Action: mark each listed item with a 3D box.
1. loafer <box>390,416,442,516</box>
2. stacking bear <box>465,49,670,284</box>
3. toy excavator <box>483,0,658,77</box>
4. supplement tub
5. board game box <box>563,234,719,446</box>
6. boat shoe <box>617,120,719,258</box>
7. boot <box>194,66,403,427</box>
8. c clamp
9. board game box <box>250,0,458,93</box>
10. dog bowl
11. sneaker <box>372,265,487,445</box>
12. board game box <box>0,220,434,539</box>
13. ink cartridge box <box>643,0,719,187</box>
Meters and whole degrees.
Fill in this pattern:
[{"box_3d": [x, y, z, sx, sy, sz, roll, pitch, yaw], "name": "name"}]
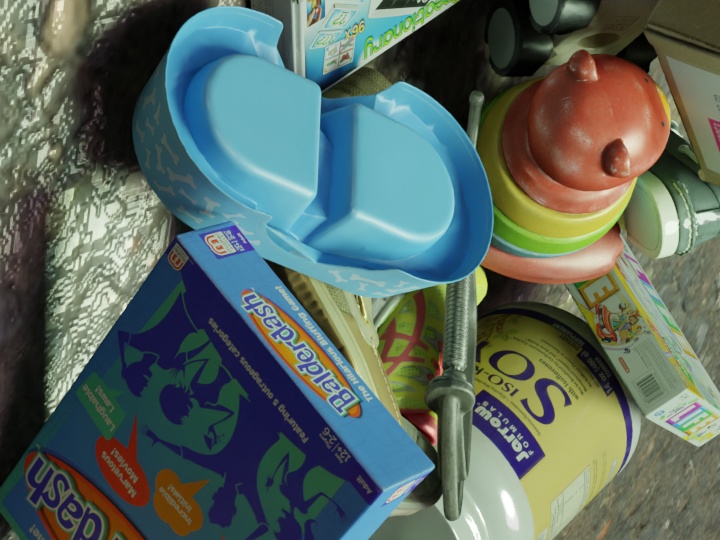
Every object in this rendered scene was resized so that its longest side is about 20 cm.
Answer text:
[{"box_3d": [-0.046, 0.097, 1.019, 0.200, 0.072, 0.063, 21, 136, -33], "name": "loafer"}, {"box_3d": [0.120, -0.068, 1.085, 0.113, 0.122, 0.200, -12, 170, -12], "name": "stacking bear"}, {"box_3d": [0.137, -0.232, 1.072, 0.100, 0.201, 0.194, -4, 165, -21], "name": "toy excavator"}, {"box_3d": [0.078, 0.125, 1.222, 0.200, 0.145, 0.146, -37, 142, -41], "name": "supplement tub"}, {"box_3d": [0.175, 0.018, 1.252, 0.034, 0.200, 0.134, -35, 155, 13], "name": "board game box"}, {"box_3d": [0.186, -0.068, 1.208, 0.062, 0.200, 0.073, -12, 118, -8], "name": "boat shoe"}, {"box_3d": [0.000, 0.000, 1.000, 0.155, 0.073, 0.200, -34, 101, -47], "name": "boot"}, {"box_3d": [0.052, 0.030, 1.034, 0.171, 0.027, 0.201, 87, 6, -55], "name": "c clamp"}, {"box_3d": [0.017, -0.185, 0.982, 0.200, 0.035, 0.127, -38, 141, -39], "name": "board game box"}, {"box_3d": [-0.025, -0.052, 0.910, 0.200, 0.050, 0.112, 23, 55, -32], "name": "dog bowl"}, {"box_3d": [0.022, 0.068, 1.128, 0.200, 0.090, 0.078, -43, 159, -30], "name": "sneaker"}, {"box_3d": [-0.076, 0.101, 0.868, 0.045, 0.152, 0.200, -18, 151, -52], "name": "board game box"}, {"box_3d": [0.245, -0.146, 1.042, 0.165, 0.075, 0.200, -61, 153, -10], "name": "ink cartridge box"}]
